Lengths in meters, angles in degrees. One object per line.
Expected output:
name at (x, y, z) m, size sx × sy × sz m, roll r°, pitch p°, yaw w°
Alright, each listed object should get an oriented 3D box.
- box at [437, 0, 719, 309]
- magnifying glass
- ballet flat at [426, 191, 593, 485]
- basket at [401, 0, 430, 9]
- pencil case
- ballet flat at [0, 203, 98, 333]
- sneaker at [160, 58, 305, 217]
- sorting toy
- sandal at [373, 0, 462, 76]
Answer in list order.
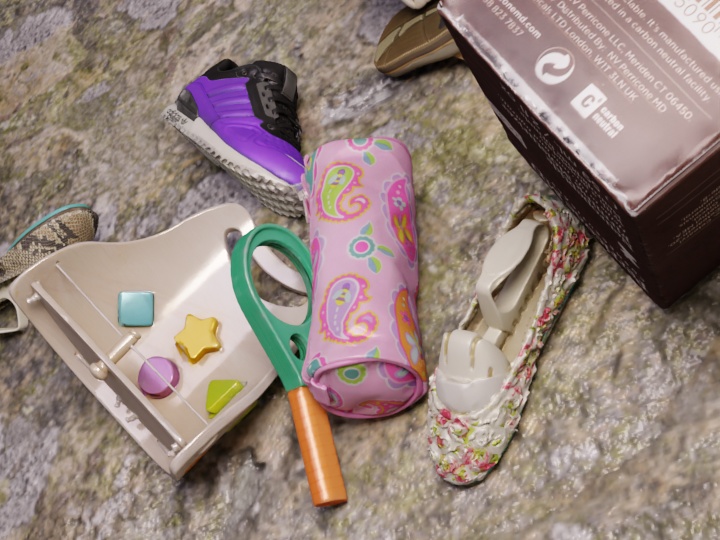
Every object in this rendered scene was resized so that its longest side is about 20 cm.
box at (0.173, -0.109, 0.727) m, size 0.164 × 0.200 × 0.166 m, roll -40°, pitch 66°, yaw 3°
magnifying glass at (-0.042, 0.061, 0.881) m, size 0.022 × 0.080 × 0.200 m, roll -26°, pitch 68°, yaw 36°
ballet flat at (0.084, 0.036, 0.825) m, size 0.076 × 0.064 × 0.200 m, roll 11°, pitch 69°, yaw 38°
basket at (0.044, -0.318, 1.009) m, size 0.123 × 0.135 × 0.200 m, roll -38°, pitch 30°, yaw 29°
pencil case at (0.000, 0.000, 0.892) m, size 0.087 × 0.087 × 0.200 m, roll -20°, pitch 53°, yaw 24°
ballet flat at (-0.297, 0.013, 1.123) m, size 0.200 × 0.068 × 0.075 m, roll -25°, pitch 72°, yaw 28°
sneaker at (-0.081, -0.122, 1.044) m, size 0.100 × 0.070 × 0.200 m, roll -48°, pitch 46°, yaw -4°
sorting toy at (-0.120, 0.039, 0.951) m, size 0.180 × 0.107 × 0.200 m, roll -41°, pitch 64°, yaw -14°
sandal at (0.093, -0.186, 0.979) m, size 0.200 × 0.054 × 0.080 m, roll -15°, pitch 47°, yaw 46°
